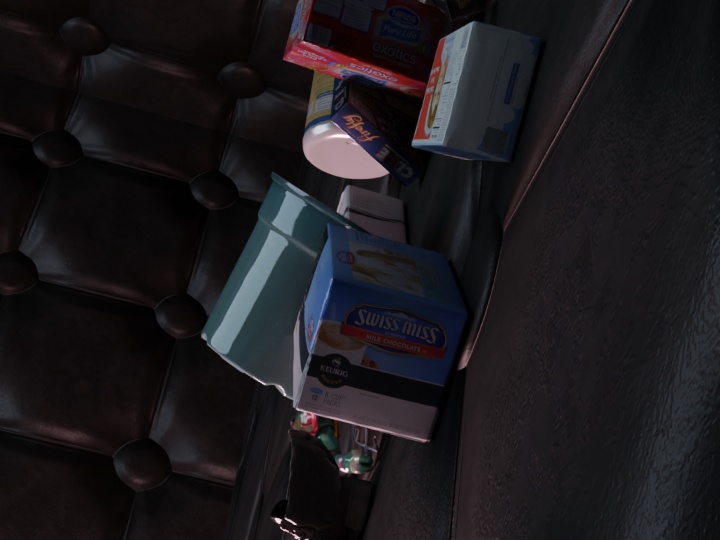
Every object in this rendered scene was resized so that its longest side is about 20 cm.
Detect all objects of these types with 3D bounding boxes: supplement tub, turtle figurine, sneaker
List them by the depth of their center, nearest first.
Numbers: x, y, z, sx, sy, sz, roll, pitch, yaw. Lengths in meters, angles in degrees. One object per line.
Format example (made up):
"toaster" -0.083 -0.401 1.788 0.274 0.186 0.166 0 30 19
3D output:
"sneaker" -0.053 0.278 1.434 0.060 0.104 0.200 -105 30 -75
"turtle figurine" -0.032 0.189 1.524 0.150 0.101 0.200 -84 5 -50
"supplement tub" -0.001 -0.249 1.916 0.145 0.144 0.200 120 159 -66

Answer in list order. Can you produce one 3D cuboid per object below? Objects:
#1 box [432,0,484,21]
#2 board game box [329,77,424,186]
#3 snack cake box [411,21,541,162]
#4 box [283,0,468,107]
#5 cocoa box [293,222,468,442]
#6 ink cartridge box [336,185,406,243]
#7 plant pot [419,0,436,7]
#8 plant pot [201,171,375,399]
"box" 0.078 -0.414 1.558 0.199 0.050 0.200 -116 4 -65
"board game box" 0.024 -0.205 1.709 0.035 0.135 0.200 -41 21 23
"snack cake box" 0.106 -0.165 1.251 0.200 0.067 0.115 -133 56 -82
"box" 0.019 -0.282 1.612 0.095 0.200 0.100 165 120 -71
"cocoa box" 0.013 0.052 1.256 0.200 0.133 0.131 -99 25 -73
"ink cartridge box" 0.000 0.000 1.677 0.200 0.084 0.145 -90 16 -64
"plant pot" 0.044 -0.415 1.831 0.200 0.174 0.201 -166 90 -82
"plant pot" -0.061 0.028 1.440 0.196 0.200 0.200 -59 8 2
